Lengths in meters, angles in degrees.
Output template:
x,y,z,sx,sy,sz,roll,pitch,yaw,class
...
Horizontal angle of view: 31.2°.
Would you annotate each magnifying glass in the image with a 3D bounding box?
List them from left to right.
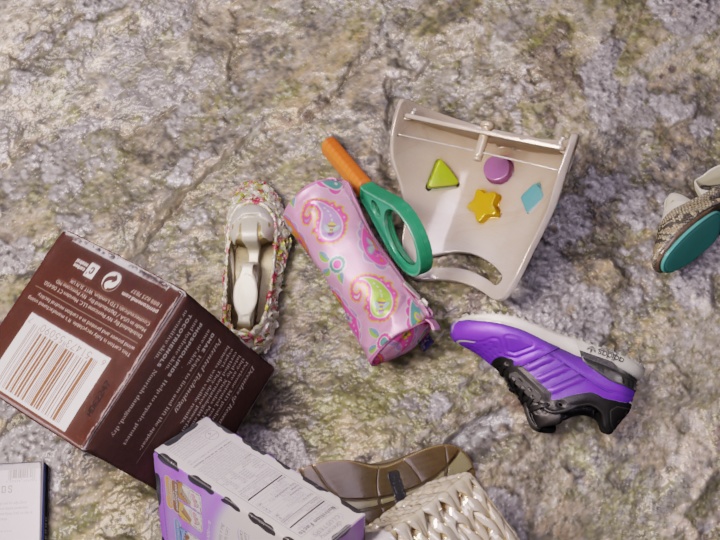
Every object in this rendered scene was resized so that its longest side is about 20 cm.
x,y,z,sx,sy,sz,roll,pitch,yaw,class
0.015,-0.071,1.348,0.022,0.080,0.200,-23,53,-18,magnifying glass

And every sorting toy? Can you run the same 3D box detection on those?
x,y,z,sx,sy,sz,roll,pitch,yaw,class
0.122,-0.066,1.342,0.200,0.107,0.180,16,89,27,sorting toy

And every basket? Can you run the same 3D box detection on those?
x,y,z,sx,sy,sz,roll,pitch,yaw,class
0.090,0.298,1.188,0.123,0.136,0.200,-35,89,-23,basket

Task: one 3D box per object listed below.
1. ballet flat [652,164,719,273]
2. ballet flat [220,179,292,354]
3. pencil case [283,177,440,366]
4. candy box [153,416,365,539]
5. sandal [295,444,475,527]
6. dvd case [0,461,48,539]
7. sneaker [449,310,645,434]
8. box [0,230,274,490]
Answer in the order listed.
x,y,z,sx,sy,sz,roll,pitch,yaw,class
0.369,-0.067,1.353,0.200,0.068,0.075,-30,52,-12,ballet flat
-0.111,-0.009,1.347,0.075,0.064,0.200,-3,73,3,ballet flat
0.000,0.000,1.327,0.087,0.087,0.200,-31,73,-7,pencil case
-0.091,0.254,1.174,0.200,0.168,0.072,26,40,32,candy box
0.016,0.221,1.283,0.200,0.054,0.080,-10,78,-16,sandal
-0.389,0.295,1.286,0.150,0.025,0.200,-3,72,1,dvd case
0.178,0.109,1.297,0.200,0.070,0.100,18,77,8,sneaker
-0.221,0.095,1.224,0.166,0.200,0.164,25,77,30,box
